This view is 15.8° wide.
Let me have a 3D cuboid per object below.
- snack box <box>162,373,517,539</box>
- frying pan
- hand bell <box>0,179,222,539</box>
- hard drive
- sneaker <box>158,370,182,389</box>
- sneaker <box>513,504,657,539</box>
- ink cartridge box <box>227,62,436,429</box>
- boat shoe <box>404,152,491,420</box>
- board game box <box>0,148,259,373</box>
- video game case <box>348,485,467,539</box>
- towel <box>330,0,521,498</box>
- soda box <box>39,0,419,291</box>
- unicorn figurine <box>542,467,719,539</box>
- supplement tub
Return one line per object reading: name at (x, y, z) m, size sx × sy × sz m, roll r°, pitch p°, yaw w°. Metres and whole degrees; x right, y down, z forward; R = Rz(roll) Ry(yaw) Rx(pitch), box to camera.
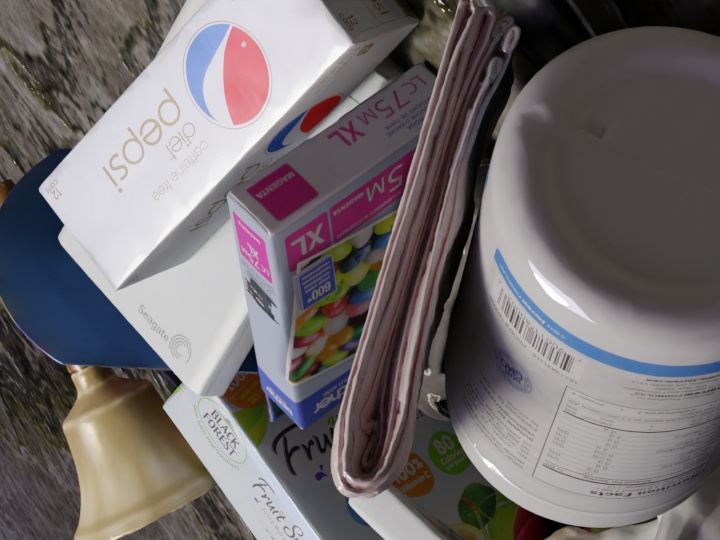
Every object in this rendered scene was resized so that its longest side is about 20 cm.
snack box at (0.007, 0.116, 1.415) m, size 0.200 × 0.142 × 0.053 m, roll 54°, pitch 138°, yaw 9°
frying pan at (0.089, -0.082, 1.048) m, size 0.190 × 0.031 × 0.115 m, roll 55°, pitch 171°, yaw -34°
hand bell at (-0.155, 0.042, 1.429) m, size 0.201 × 0.104 × 0.104 m, roll 64°, pitch 162°, yaw -4°
hard drive at (-0.069, -0.055, 1.312) m, size 0.132 × 0.027 × 0.200 m, roll 46°, pitch 118°, yaw 29°
sneaker at (-0.054, 0.065, 1.532) m, size 0.203 × 0.077 × 0.146 m, roll 56°, pitch -164°, yaw -1°
sneaker at (0.111, 0.133, 1.264) m, size 0.078 × 0.090 × 0.200 m, roll 38°, pitch 156°, yaw 41°
ink cartridge box at (0.000, 0.000, 1.277) m, size 0.042 × 0.119 × 0.200 m, roll 45°, pitch 158°, yaw 27°
boat shoe at (0.053, 0.022, 1.265) m, size 0.057 × 0.067 × 0.200 m, roll 50°, pitch 158°, yaw 34°
board game box at (-0.101, 0.006, 1.409) m, size 0.039 × 0.199 × 0.158 m, roll 99°, pitch 171°, yaw -47°
video game case at (0.102, 0.184, 1.202) m, size 0.200 × 0.023 × 0.182 m, roll 40°, pitch -179°, yaw 42°
towel at (0.025, -0.002, 1.043) m, size 0.032 × 0.192 × 0.200 m, roll 16°, pitch 176°, yaw 2°
soda box at (-0.064, -0.078, 1.237) m, size 0.068 × 0.064 × 0.200 m, roll 53°, pitch 125°, yaw 9°
unicorn figurine at (0.133, 0.089, 1.109) m, size 0.074 × 0.137 × 0.201 m, roll 115°, pitch 135°, yaw -81°
supplement tub at (0.104, 0.007, 1.001) m, size 0.132 × 0.132 × 0.200 m, roll 51°, pitch 162°, yaw 17°
